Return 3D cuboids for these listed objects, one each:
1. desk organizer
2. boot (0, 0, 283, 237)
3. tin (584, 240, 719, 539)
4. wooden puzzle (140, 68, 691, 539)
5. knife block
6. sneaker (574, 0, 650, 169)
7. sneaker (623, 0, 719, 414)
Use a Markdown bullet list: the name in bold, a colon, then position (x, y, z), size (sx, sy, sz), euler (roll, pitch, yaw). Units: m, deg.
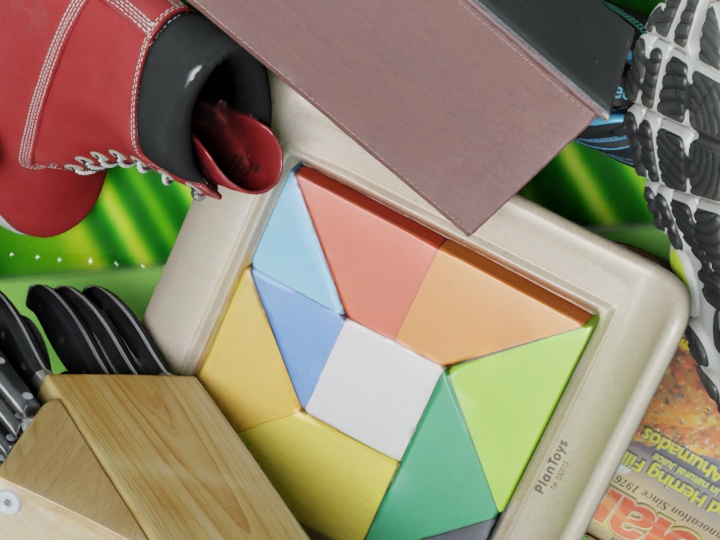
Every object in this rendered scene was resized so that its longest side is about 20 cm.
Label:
- **desk organizer**: position (-0.003, -0.111, 1.042), size (0.200, 0.072, 0.077), euler (40, 121, -11)
- **boot**: position (-0.092, -0.049, 1.124), size (0.144, 0.072, 0.200), euler (40, 152, 19)
- **tin**: position (0.128, 0.065, 1.152), size (0.200, 0.042, 0.112), euler (30, 89, -1)
- **wooden puzzle**: position (0.005, 0.044, 1.120), size (0.200, 0.037, 0.185), euler (29, 110, 12)
- **knife block**: position (-0.078, 0.082, 1.097), size (0.200, 0.176, 0.064), euler (25, 118, 3)
- **sneaker**: position (0.124, -0.061, 1.122), size (0.200, 0.082, 0.073), euler (16, 103, 8)
- **sneaker**: position (0.157, -0.025, 1.081), size (0.085, 0.077, 0.200), euler (-24, 121, -14)
